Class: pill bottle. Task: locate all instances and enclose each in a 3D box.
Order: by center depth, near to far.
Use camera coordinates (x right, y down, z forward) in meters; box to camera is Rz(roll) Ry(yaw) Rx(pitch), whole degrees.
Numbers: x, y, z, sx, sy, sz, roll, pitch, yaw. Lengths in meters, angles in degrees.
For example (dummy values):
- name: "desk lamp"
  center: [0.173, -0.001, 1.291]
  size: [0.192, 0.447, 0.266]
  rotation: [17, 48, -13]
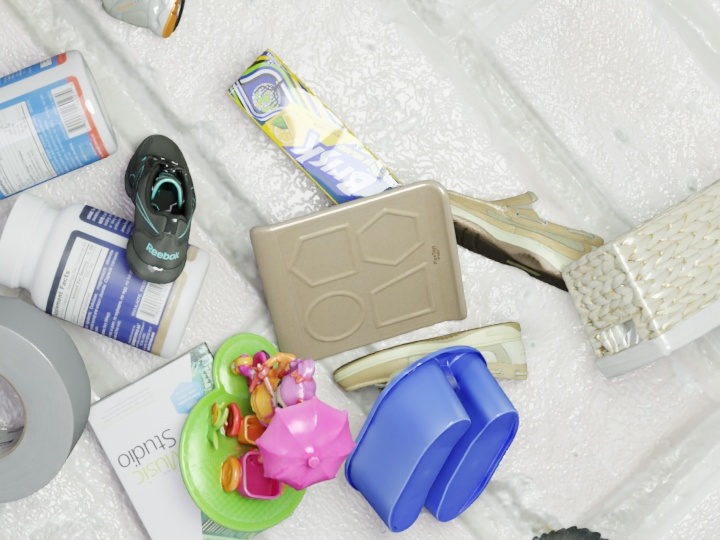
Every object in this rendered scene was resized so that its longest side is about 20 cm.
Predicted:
- name: "pill bottle"
  center: [-0.350, -0.132, 1.709]
  size: [0.198, 0.112, 0.113]
  rotation: [-21, 93, -2]
- name: "pill bottle"
  center: [-0.258, 0.001, 1.717]
  size: [0.198, 0.116, 0.117]
  rotation: [21, 91, -4]

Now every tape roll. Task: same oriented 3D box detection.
- name: "tape roll"
  center: [-0.369, 0.126, 1.705]
  size: [0.198, 0.066, 0.203]
  rotation: [3, 111, 8]

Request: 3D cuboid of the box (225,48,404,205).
- name: "box"
  center: [-0.044, -0.130, 1.747]
  size: [0.200, 0.070, 0.064]
  rotation: [45, 92, -4]

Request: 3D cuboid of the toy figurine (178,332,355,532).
- name: "toy figurine"
  center: [-0.073, 0.144, 1.676]
  size: [0.149, 0.184, 0.203]
  rotation: [10, 73, -27]

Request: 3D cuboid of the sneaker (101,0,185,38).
- name: "sneaker"
  center: [-0.210, -0.341, 1.731]
  size: [0.091, 0.076, 0.203]
  rotation: [13, 90, 1]

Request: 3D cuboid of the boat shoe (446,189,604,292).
- name: "boat shoe"
  center: [0.158, -0.047, 1.771]
  size: [0.198, 0.072, 0.077]
  rotation: [25, 78, -14]

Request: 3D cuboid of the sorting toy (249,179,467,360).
- name: "sorting toy"
  center: [0.000, 0.000, 1.733]
  size: [0.197, 0.037, 0.186]
  rotation: [-13, 131, -1]

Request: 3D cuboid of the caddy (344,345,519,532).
- name: "caddy"
  center: [0.065, 0.163, 1.714]
  size: [0.140, 0.105, 0.201]
  rotation: [-4, 133, -39]

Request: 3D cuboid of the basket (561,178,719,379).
- name: "basket"
  center: [0.316, 0.002, 1.718]
  size: [0.199, 0.135, 0.124]
  rotation: [-27, 86, -25]

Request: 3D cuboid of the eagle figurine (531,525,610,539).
- name: "eagle figurine"
  center: [0.178, 0.373, 1.767]
  size: [0.198, 0.151, 0.153]
  rotation: [-21, 138, -31]

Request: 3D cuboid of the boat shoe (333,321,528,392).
- name: "boat shoe"
  center: [0.072, 0.101, 1.764]
  size: [0.198, 0.073, 0.064]
  rotation: [-12, 88, -10]

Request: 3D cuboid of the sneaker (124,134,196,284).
- name: "sneaker"
  center: [-0.187, -0.076, 1.687]
  size: [0.074, 0.201, 0.080]
  rotation: [9, 129, -17]

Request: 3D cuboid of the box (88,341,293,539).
- name: "box"
  center: [-0.175, 0.195, 1.769]
  size: [0.143, 0.036, 0.202]
  rotation: [-28, 95, -2]
